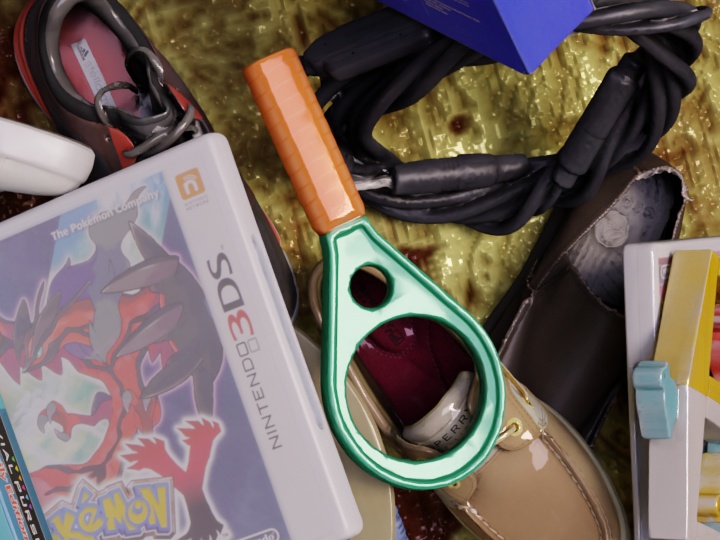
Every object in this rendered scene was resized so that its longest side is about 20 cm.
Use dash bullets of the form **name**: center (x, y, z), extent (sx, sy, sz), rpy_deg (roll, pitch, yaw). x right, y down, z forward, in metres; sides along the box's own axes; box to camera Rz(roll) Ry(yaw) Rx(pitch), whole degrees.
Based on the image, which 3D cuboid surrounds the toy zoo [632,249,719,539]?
- **toy zoo**: center (0.175, 0.073, 0.882), extent (0.200, 0.020, 0.132), rpy_deg (31, 63, -54)

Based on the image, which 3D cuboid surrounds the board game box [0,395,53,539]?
- **board game box**: center (-0.215, 0.117, 0.816), extent (0.150, 0.047, 0.201), rpy_deg (-22, 83, 7)

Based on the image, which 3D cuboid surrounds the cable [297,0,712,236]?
- **cable**: center (0.071, -0.072, 0.861), extent (0.199, 0.163, 0.051), rpy_deg (-20, 53, 20)

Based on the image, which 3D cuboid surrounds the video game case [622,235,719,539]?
- **video game case**: center (0.165, 0.085, 0.902), extent (0.018, 0.143, 0.202), rpy_deg (-1, 92, 31)

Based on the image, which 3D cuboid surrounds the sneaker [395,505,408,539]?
- **sneaker**: center (-0.019, 0.148, 0.881), extent (0.088, 0.075, 0.201), rpy_deg (-24, 91, -13)

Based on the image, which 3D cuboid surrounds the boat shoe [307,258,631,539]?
- **boat shoe**: center (0.043, 0.069, 0.873), extent (0.200, 0.066, 0.074), rpy_deg (46, 100, 17)

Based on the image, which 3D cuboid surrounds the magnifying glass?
- **magnifying glass**: center (0.000, 0.000, 0.820), extent (0.079, 0.022, 0.201), rpy_deg (-24, 93, -13)

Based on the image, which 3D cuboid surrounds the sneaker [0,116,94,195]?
- **sneaker**: center (-0.219, -0.039, 0.849), extent (0.198, 0.073, 0.085), rpy_deg (8, 90, 5)

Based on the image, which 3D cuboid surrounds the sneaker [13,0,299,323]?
- **sneaker**: center (-0.096, -0.047, 0.872), extent (0.077, 0.082, 0.201), rpy_deg (-37, 94, -13)

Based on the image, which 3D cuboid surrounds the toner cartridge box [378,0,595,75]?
- **toner cartridge box**: center (0.004, -0.159, 0.789), extent (0.043, 0.200, 0.095), rpy_deg (-43, 135, -13)

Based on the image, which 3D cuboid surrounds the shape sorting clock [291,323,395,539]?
- **shape sorting clock**: center (-0.079, 0.110, 0.857), extent (0.198, 0.039, 0.202), rpy_deg (1, 93, 19)

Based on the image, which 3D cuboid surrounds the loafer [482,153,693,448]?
- **loafer**: center (0.103, 0.026, 0.919), extent (0.073, 0.071, 0.201), rpy_deg (23, 81, -10)

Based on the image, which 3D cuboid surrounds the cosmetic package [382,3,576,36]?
- **cosmetic package**: center (0.048, -0.205, 0.914), extent (0.103, 0.087, 0.202), rpy_deg (-15, 89, -15)

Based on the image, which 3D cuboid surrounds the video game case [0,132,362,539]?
- **video game case**: center (-0.118, 0.060, 0.834), extent (0.199, 0.023, 0.184), rpy_deg (-21, 86, 19)
